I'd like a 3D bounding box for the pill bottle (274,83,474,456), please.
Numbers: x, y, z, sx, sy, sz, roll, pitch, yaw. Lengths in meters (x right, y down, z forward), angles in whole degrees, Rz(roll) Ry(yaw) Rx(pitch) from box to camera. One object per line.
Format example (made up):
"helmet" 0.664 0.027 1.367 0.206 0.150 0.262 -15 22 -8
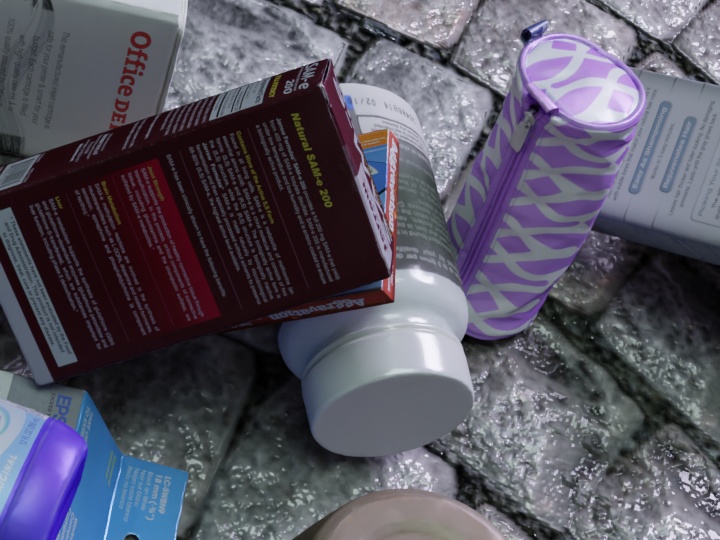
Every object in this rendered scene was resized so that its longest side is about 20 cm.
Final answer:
"pill bottle" 0.000 0.000 1.026 0.113 0.114 0.201 -1 55 -19

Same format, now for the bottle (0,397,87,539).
"bottle" -0.235 0.082 0.838 0.199 0.065 0.084 22 54 -2

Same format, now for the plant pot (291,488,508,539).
"plant pot" 0.008 0.197 0.848 0.199 0.175 0.201 10 53 -13

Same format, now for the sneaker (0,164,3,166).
"sneaker" -0.214 -0.009 0.987 0.199 0.091 0.070 17 17 -1

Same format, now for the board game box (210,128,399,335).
"board game box" -0.073 -0.014 0.989 0.199 0.019 0.104 -10 60 22

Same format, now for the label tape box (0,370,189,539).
"label tape box" -0.191 0.127 0.902 0.199 0.063 0.145 14 53 -8

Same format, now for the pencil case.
"pencil case" 0.100 -0.046 1.042 0.084 0.201 0.085 37 46 18

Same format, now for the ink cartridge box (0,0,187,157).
"ink cartridge box" -0.211 -0.148 1.043 0.199 0.147 0.083 11 50 -12

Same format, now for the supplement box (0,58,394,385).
"supplement box" -0.092 -0.025 0.905 0.199 0.109 0.061 -17 20 9

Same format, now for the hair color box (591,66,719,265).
"hair color box" 0.221 -0.060 1.094 0.199 0.061 0.100 18 84 35
